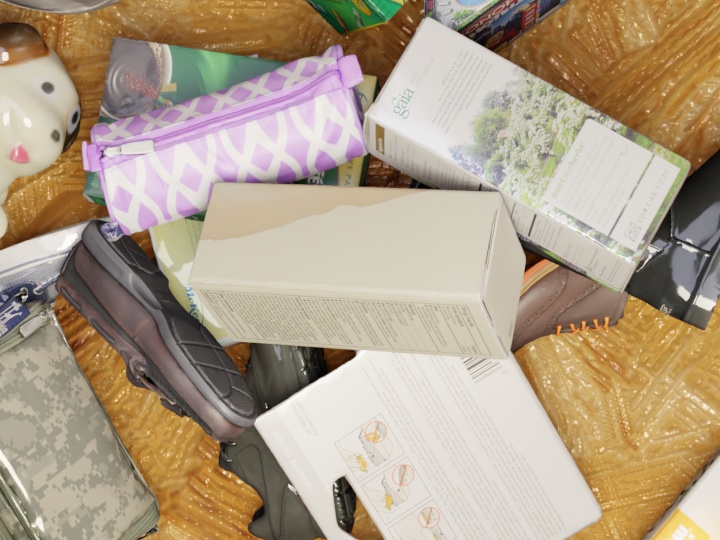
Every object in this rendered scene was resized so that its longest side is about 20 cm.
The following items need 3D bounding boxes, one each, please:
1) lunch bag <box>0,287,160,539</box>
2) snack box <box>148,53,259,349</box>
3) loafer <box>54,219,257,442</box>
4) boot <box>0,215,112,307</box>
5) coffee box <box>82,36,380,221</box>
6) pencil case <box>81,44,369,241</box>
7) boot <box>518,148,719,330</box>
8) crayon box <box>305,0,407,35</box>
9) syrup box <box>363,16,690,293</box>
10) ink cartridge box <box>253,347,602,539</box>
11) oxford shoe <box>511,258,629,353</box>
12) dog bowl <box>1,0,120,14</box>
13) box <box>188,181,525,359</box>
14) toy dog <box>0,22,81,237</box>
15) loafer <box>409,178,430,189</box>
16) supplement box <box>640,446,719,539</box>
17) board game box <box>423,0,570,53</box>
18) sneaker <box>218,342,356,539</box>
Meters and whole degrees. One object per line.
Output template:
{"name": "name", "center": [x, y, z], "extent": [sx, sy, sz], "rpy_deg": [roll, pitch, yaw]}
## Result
{"name": "lunch bag", "center": [-0.250, 0.135, 1.161], "extent": [0.167, 0.139, 0.201], "rpy_deg": [-32, 104, -15]}
{"name": "snack box", "center": [-0.101, -0.047, 1.239], "extent": [0.115, 0.037, 0.202], "rpy_deg": [-16, 82, 2]}
{"name": "loafer", "center": [-0.143, 0.051, 1.150], "extent": [0.063, 0.072, 0.200], "rpy_deg": [-47, 60, 13]}
{"name": "boot", "center": [-0.254, 0.029, 1.234], "extent": [0.198, 0.073, 0.091], "rpy_deg": [-20, 95, 5]}
{"name": "coffee box", "center": [-0.090, -0.094, 1.203], "extent": [0.198, 0.044, 0.124], "rpy_deg": [10, 83, 4]}
{"name": "pencil case", "center": [-0.091, -0.091, 1.137], "extent": [0.198, 0.086, 0.085], "rpy_deg": [-19, 60, -1]}
{"name": "boot", "center": [0.177, -0.070, 1.157], "extent": [0.198, 0.066, 0.166], "rpy_deg": [24, 72, 10]}
{"name": "crayon box", "center": [0.021, -0.231, 1.169], "extent": [0.058, 0.200, 0.119], "rpy_deg": [42, 87, -10]}
{"name": "syrup box", "center": [0.105, -0.074, 1.085], "extent": [0.199, 0.081, 0.079], "rpy_deg": [30, 79, 8]}
{"name": "ink cartridge box", "center": [0.047, 0.130, 1.161], "extent": [0.175, 0.045, 0.201], "rpy_deg": [-31, 106, 1]}
{"name": "oxford shoe", "center": [0.149, 0.022, 1.195], "extent": [0.200, 0.071, 0.073], "rpy_deg": [-41, 85, -2]}
{"name": "dog bowl", "center": [-0.226, -0.288, 1.270], "extent": [0.198, 0.059, 0.202], "rpy_deg": [-1, 82, 5]}
{"name": "box", "center": [0.000, 0.000, 1.087], "extent": [0.198, 0.095, 0.078], "rpy_deg": [3, 63, 18]}
{"name": "toy dog", "center": [-0.300, -0.096, 1.225], "extent": [0.198, 0.195, 0.140], "rpy_deg": [-20, 125, 2]}
{"name": "loafer", "center": [0.049, -0.017, 1.206], "extent": [0.067, 0.070, 0.203], "rpy_deg": [17, 84, 7]}
{"name": "supplement box", "center": [0.288, 0.232, 1.153], "extent": [0.200, 0.074, 0.126], "rpy_deg": [40, 87, 9]}
{"name": "board game box", "center": [0.121, -0.227, 1.162], "extent": [0.199, 0.200, 0.062], "rpy_deg": [-35, 82, -1]}
{"name": "sneaker", "center": [-0.063, 0.103, 1.186], "extent": [0.090, 0.076, 0.202], "rpy_deg": [-10, 96, 11]}
